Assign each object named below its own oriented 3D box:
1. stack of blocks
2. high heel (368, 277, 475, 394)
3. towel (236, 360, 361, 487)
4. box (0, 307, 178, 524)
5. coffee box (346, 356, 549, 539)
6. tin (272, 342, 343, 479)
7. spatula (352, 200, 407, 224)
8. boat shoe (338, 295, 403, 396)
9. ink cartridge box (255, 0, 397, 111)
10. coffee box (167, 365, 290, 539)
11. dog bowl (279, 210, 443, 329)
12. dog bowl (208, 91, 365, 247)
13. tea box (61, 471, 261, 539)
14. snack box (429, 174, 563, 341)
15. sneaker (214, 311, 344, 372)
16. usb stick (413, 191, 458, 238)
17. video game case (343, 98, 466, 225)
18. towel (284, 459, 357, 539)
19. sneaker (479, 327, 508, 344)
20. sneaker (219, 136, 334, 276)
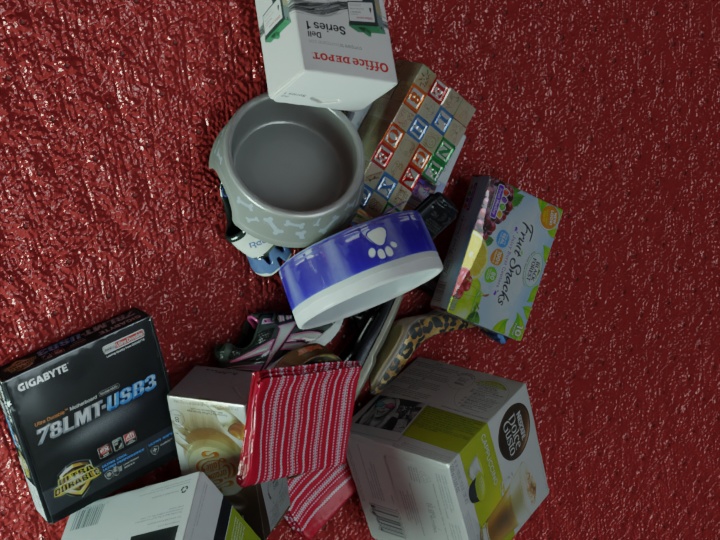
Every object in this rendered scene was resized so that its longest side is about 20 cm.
[{"bbox_3d":[0.054,-0.159,1.581,0.115,0.058,0.201,33,84,-38],"label":"stack of blocks"},{"bbox_3d":[0.095,0.112,1.742,0.142,0.071,0.202,36,73,-32],"label":"high heel"},{"bbox_3d":[-0.073,0.189,1.503,0.199,0.022,0.146,-2,104,-51],"label":"towel"},{"bbox_3d":[-0.325,0.174,1.465,0.199,0.049,0.201,-25,118,-30],"label":"box"},{"bbox_3d":[0.124,0.272,1.711,0.197,0.199,0.202,-39,125,-38],"label":"coffee box"},{"bbox_3d":[-0.079,0.185,1.581,0.111,0.042,0.202,-13,128,-34],"label":"tin"},{"bbox_3d":[-0.021,-0.062,1.532,0.056,0.199,0.021,-32,108,-46],"label":"spatula"},{"bbox_3d":[0.008,0.078,1.670,0.062,0.073,0.202,24,83,6],"label":"boat shoe"},{"bbox_3d":[-0.045,-0.306,1.452,0.145,0.084,0.202,0,73,-37],"label":"ink cartridge box"},{"bbox_3d":[-0.164,0.231,1.525,0.080,0.113,0.202,-49,137,-56],"label":"coffee box"},{"bbox_3d":[0.000,0.000,1.518,0.198,0.200,0.080,-17,81,-32],"label":"dog bowl"},{"bbox_3d":[-0.084,-0.131,1.467,0.198,0.059,0.202,5,65,-12],"label":"dog bowl"},{"bbox_3d":[-0.237,0.375,1.475,0.198,0.198,0.134,58,26,-33],"label":"tea box"},{"bbox_3d":[0.195,-0.018,1.722,0.141,0.053,0.202,21,85,-30],"label":"snack box"},{"bbox_3d":[-0.107,0.084,1.584,0.200,0.080,0.087,-38,105,-32],"label":"sneaker"},{"bbox_3d":[0.047,-0.029,1.637,0.200,0.033,0.055,-42,127,16],"label":"usb stick"},{"bbox_3d":[0.033,-0.141,1.638,0.199,0.045,0.183,24,88,-39],"label":"video game case"},{"bbox_3d":[-0.073,0.267,1.689,0.144,0.022,0.201,-42,124,-20],"label":"towel"},{"bbox_3d":[0.199,0.020,1.795,0.082,0.071,0.202,-25,115,-22],"label":"sneaker"},{"bbox_3d":[-0.109,-0.102,1.521,0.115,0.080,0.201,34,84,-40],"label":"sneaker"}]
